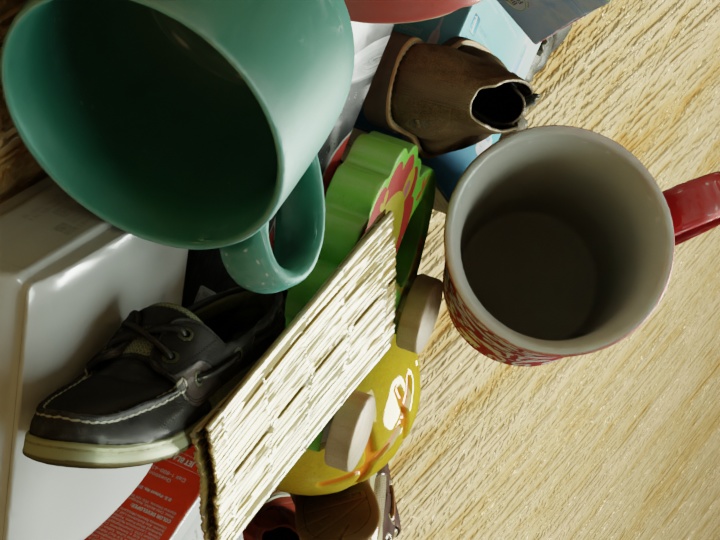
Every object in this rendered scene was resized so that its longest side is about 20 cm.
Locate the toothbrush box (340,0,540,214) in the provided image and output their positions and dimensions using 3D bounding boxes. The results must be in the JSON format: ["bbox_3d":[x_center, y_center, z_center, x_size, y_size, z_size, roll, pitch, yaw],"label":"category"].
[{"bbox_3d":[0.053,-0.154,1.591,0.201,0.085,0.146,-65,159,-8],"label":"toothbrush box"}]

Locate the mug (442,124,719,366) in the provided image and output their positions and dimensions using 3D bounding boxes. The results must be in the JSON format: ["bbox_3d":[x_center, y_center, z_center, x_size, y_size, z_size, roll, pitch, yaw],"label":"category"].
[{"bbox_3d":[0.131,0.000,1.553,0.200,0.177,0.134,108,-9,-81],"label":"mug"}]

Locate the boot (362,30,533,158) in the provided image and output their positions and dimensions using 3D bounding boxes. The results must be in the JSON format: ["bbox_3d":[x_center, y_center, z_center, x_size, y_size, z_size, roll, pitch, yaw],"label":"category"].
[{"bbox_3d":[0.066,-0.094,1.461,0.200,0.075,0.074,-5,109,-72],"label":"boot"}]

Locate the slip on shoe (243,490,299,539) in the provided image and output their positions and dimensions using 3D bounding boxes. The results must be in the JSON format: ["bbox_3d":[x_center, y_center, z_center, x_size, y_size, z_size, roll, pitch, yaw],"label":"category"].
[{"bbox_3d":[-0.061,0.186,1.664,0.200,0.061,0.074,13,96,-71],"label":"slip on shoe"}]

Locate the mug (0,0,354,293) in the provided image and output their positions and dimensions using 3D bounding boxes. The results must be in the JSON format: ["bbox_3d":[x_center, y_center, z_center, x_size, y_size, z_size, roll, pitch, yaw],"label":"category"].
[{"bbox_3d":[-0.080,-0.093,1.225,0.185,0.151,0.115,94,20,-47],"label":"mug"}]

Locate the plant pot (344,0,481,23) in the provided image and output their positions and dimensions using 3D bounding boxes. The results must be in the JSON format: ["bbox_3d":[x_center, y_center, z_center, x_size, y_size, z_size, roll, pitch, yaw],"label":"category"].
[{"bbox_3d":[0.012,-0.232,1.240,0.201,0.200,0.178,-51,149,-40],"label":"plant pot"}]

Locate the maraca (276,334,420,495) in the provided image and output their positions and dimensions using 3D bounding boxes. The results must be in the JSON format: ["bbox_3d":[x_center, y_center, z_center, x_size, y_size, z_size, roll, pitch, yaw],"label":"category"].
[{"bbox_3d":[-0.014,0.073,1.616,0.137,0.107,0.200,-49,-179,23],"label":"maraca"}]

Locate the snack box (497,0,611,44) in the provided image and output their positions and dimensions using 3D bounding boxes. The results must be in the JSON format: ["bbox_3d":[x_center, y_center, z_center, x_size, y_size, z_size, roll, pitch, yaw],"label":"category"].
[{"bbox_3d":[0.100,-0.258,1.475,0.169,0.068,0.200,47,45,-18],"label":"snack box"}]

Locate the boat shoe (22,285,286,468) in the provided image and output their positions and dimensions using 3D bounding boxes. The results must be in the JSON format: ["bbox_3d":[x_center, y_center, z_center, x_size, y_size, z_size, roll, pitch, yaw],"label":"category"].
[{"bbox_3d":[-0.097,0.047,1.241,0.201,0.072,0.066,-19,115,-59],"label":"boat shoe"}]

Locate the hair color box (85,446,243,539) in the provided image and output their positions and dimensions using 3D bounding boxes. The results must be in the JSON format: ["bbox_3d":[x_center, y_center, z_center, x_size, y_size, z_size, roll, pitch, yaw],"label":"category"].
[{"bbox_3d":[-0.145,0.198,1.462,0.200,0.064,0.111,-57,157,-33],"label":"hair color box"}]

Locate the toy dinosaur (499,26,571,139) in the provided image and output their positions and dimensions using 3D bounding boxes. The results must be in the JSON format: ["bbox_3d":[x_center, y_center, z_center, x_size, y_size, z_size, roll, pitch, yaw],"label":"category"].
[{"bbox_3d":[0.117,-0.171,1.785,0.102,0.077,0.201,95,18,-64],"label":"toy dinosaur"}]

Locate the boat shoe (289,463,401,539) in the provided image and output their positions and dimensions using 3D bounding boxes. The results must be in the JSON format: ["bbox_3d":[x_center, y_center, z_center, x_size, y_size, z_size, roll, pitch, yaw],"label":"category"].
[{"bbox_3d":[-0.009,0.156,1.656,0.200,0.072,0.072,-101,176,-66],"label":"boat shoe"}]

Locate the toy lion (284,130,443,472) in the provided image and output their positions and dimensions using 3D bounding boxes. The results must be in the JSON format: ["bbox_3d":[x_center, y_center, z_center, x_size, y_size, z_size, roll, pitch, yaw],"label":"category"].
[{"bbox_3d":[0.000,0.000,1.433,0.200,0.068,0.192,-56,162,-52],"label":"toy lion"}]

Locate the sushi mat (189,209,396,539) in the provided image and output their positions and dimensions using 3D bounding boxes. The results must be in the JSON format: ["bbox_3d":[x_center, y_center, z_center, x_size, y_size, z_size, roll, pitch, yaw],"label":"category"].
[{"bbox_3d":[-0.030,0.057,1.293,0.200,0.012,0.096,-50,148,-46],"label":"sushi mat"}]

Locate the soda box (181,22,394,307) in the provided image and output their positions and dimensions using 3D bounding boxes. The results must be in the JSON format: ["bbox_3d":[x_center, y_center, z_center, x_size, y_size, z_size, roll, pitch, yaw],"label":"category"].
[{"bbox_3d":[-0.052,-0.067,1.348,0.071,0.063,0.201,-7,124,-59],"label":"soda box"}]

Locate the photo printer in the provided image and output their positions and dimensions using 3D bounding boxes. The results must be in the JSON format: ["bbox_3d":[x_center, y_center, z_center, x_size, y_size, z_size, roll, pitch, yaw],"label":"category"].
[{"bbox_3d":[-0.156,0.057,1.289,0.166,0.069,0.201,-36,142,-55],"label":"photo printer"}]
